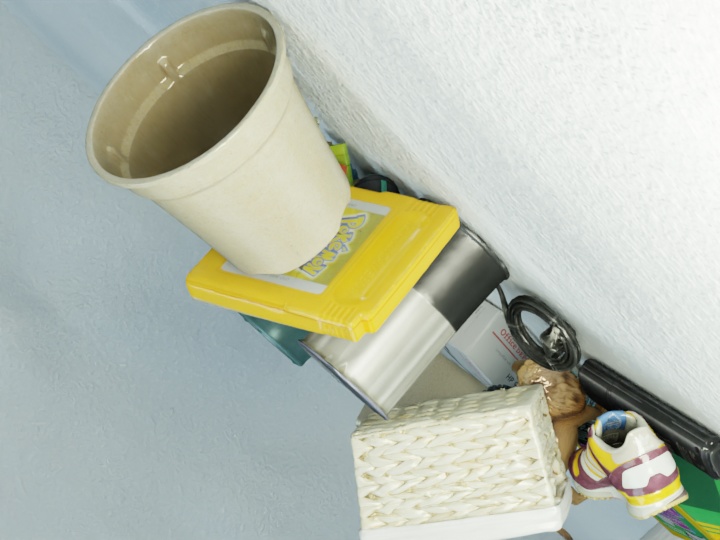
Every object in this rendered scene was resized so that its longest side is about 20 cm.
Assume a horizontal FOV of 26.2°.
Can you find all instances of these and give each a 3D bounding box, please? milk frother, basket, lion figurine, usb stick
[{"bbox_3d":[0.081,0.071,1.498,0.200,0.188,0.181,37,174,34],"label":"milk frother"},{"bbox_3d":[0.095,0.192,1.509,0.136,0.199,0.124,-30,-72,-76],"label":"basket"},{"bbox_3d":[0.198,0.186,1.594,0.072,0.201,0.122,-2,173,35],"label":"lion figurine"},{"bbox_3d":[0.279,0.140,1.481,0.200,0.033,0.056,34,163,53],"label":"usb stick"}]

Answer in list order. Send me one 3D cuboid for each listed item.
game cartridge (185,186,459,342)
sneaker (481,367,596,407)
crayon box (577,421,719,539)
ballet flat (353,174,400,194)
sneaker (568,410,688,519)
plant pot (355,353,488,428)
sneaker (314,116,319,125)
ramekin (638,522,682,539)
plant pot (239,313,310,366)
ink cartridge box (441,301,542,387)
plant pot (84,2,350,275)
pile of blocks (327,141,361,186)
[{"bbox_3d":[-0.035,-0.017,1.434,0.199,0.176,0.033,12,135,32],"label":"game cartridge"},{"bbox_3d":[0.192,0.169,1.736,0.086,0.078,0.200,33,144,-21],"label":"sneaker"},{"bbox_3d":[0.332,0.228,1.663,0.172,0.058,0.200,41,174,-9],"label":"crayon box"},{"bbox_3d":[0.000,0.000,1.578,0.073,0.201,0.073,11,-152,-6],"label":"ballet flat"},{"bbox_3d":[0.246,0.171,1.479,0.091,0.075,0.200,69,166,-7],"label":"sneaker"},{"bbox_3d":[0.132,0.171,1.993,0.177,0.200,0.200,28,171,16],"label":"plant pot"},{"bbox_3d":[-0.096,-0.182,1.503,0.200,0.077,0.089,52,136,16],"label":"sneaker"},{"bbox_3d":[0.453,0.412,2.072,0.202,0.094,0.202,41,174,5],"label":"ramekin"},{"bbox_3d":[-0.077,0.029,2.263,0.200,0.188,0.200,41,174,5],"label":"plant pot"},{"bbox_3d":[0.136,0.079,1.810,0.116,0.067,0.200,46,172,-40],"label":"ink cartridge box"},{"bbox_3d":[-0.108,-0.099,1.365,0.200,0.201,0.184,35,168,47],"label":"plant pot"},{"bbox_3d":[-0.011,-0.094,1.617,0.062,0.083,0.200,-7,165,19],"label":"pile of blocks"}]
